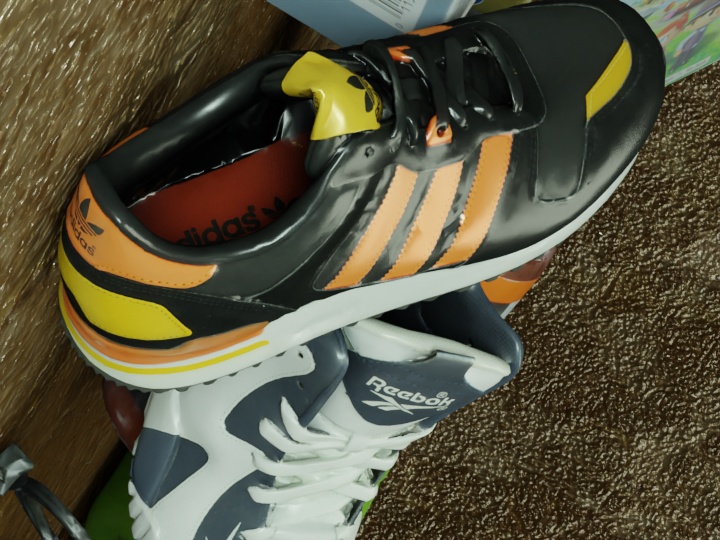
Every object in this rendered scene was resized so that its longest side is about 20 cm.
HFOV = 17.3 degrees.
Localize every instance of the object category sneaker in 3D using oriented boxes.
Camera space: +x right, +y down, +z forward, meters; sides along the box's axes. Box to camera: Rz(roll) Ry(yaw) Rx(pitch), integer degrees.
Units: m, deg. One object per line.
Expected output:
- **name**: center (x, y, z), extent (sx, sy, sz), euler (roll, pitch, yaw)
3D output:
- **sneaker**: center (-0.008, 0.051, 0.758), extent (0.130, 0.079, 0.199), euler (8, -91, 58)
- **sneaker**: center (0.007, -0.035, 0.670), extent (0.200, 0.070, 0.090), euler (-26, 158, -16)

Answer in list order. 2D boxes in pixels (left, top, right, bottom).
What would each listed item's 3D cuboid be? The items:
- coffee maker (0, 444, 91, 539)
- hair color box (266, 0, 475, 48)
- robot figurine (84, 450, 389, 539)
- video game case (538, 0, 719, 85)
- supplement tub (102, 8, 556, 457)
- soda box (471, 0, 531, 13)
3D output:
- **coffee maker**: center (-0.125, 0.201, 0.758), extent (0.200, 0.192, 0.135), euler (-37, 153, -14)
- **hair color box**: center (0.050, -0.164, 0.752), extent (0.200, 0.061, 0.099), euler (-56, 176, -32)
- **robot figurine**: center (-0.057, 0.107, 1.166), extent (0.200, 0.116, 0.175), euler (-57, 175, -32)
- **video game case**: center (0.146, -0.130, 0.951), extent (0.200, 0.022, 0.182), euler (-26, 159, -31)
- **supplement tub**: center (0.000, 0.000, 0.875), extent (0.200, 0.107, 0.107), euler (-50, 180, 20)
- **soda box**: center (0.078, -0.186, 0.910), extent (0.200, 0.068, 0.064), euler (-57, 177, -35)
